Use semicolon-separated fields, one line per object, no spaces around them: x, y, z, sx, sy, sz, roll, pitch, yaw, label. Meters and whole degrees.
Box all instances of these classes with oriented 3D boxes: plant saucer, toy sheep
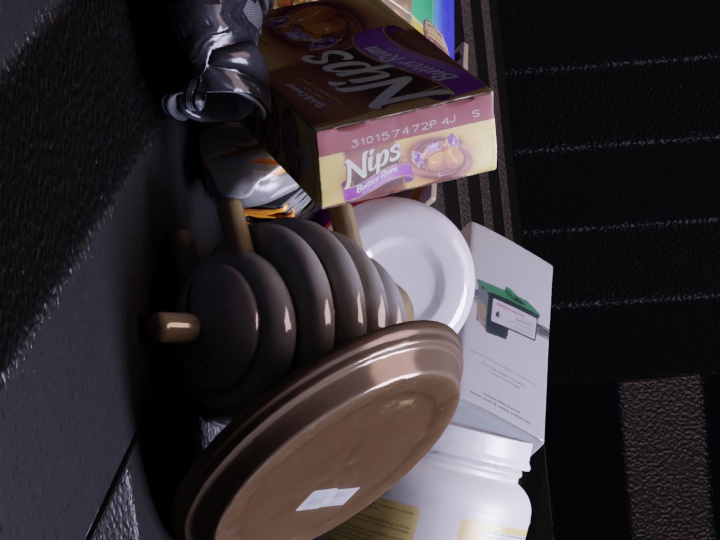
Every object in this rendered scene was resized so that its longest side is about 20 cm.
-0.018;0.104;1.472;0.029;0.200;0.200;53;-4;22;plant saucer
-0.047;0.029;1.494;0.200;0.138;0.138;-2;87;-39;toy sheep

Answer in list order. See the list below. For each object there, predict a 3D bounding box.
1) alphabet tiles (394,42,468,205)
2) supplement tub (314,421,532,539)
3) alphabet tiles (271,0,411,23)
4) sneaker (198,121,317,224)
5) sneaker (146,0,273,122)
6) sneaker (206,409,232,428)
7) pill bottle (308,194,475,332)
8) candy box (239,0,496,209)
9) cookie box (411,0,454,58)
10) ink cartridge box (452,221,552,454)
0.019;-0.079;1.919;0.200;0.006;0.167;-43;-149;39;alphabet tiles
0.034;0.200;1.741;0.145;0.145;0.200;26;79;-80;supplement tub
-0.030;-0.229;1.716;0.200;0.006;0.167;30;55;-41;alphabet tiles
-0.057;-0.058;1.654;0.200;0.078;0.077;-40;138;-75;sneaker
-0.082;-0.148;1.534;0.200;0.075;0.114;-36;122;-73;sneaker
-0.049;0.053;1.652;0.200;0.074;0.116;47;43;-74;sneaker
0.000;0.000;1.748;0.200;0.112;0.113;-161;-115;-74;pill bottle
-0.009;-0.109;1.580;0.200;0.117;0.057;-133;-146;-58;candy box
-0.006;-0.200;1.841;0.171;0.075;0.200;38;42;-42;cookie box
0.071;0.083;1.930;0.146;0.084;0.200;-48;-158;35;ink cartridge box
